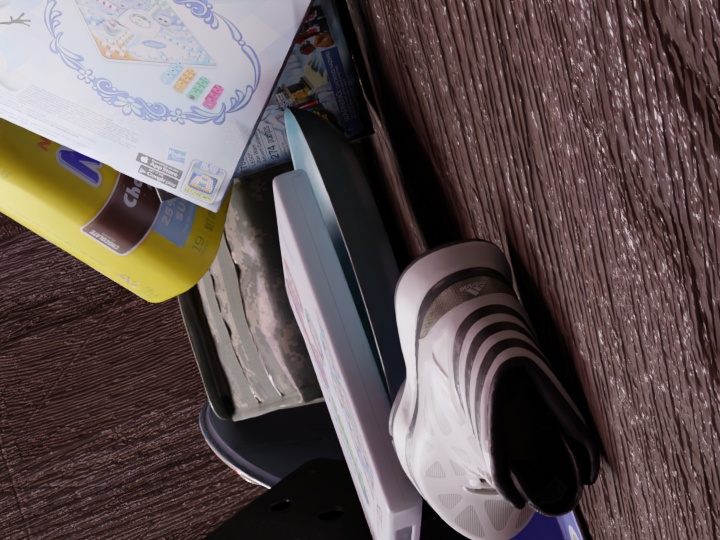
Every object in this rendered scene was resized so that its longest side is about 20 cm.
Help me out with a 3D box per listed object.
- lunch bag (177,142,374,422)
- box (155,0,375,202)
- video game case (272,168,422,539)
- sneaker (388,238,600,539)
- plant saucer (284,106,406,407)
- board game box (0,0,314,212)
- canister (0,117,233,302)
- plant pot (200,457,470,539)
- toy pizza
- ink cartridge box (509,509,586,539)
[{"bbox_3d":[-0.064,0.015,1.481,0.200,0.117,0.164,-21,84,62],"label":"lunch bag"},{"bbox_3d":[-0.081,-0.143,1.233,0.040,0.137,0.200,-106,-2,-50],"label":"box"},{"bbox_3d":[-0.008,0.064,1.233,0.182,0.024,0.200,88,164,-71],"label":"video game case"},{"bbox_3d":[0.063,0.091,1.012,0.201,0.076,0.115,78,171,-47],"label":"sneaker"},{"bbox_3d":[0.000,0.000,1.212,0.200,0.027,0.200,162,90,-86],"label":"plant saucer"},{"bbox_3d":[-0.134,-0.144,1.152,0.199,0.200,0.043,120,173,-48],"label":"board game box"},{"bbox_3d":[-0.175,-0.085,1.331,0.200,0.087,0.149,34,-130,-34],"label":"canister"},{"bbox_3d":[-0.003,0.233,1.388,0.200,0.199,0.178,4,115,39],"label":"plant pot"},{"bbox_3d":[-0.022,0.134,1.572,0.200,0.200,0.032,-120,42,-61],"label":"toy pizza"},{"bbox_3d":[0.071,0.097,1.194,0.200,0.043,0.197,-163,51,-86],"label":"ink cartridge box"}]
